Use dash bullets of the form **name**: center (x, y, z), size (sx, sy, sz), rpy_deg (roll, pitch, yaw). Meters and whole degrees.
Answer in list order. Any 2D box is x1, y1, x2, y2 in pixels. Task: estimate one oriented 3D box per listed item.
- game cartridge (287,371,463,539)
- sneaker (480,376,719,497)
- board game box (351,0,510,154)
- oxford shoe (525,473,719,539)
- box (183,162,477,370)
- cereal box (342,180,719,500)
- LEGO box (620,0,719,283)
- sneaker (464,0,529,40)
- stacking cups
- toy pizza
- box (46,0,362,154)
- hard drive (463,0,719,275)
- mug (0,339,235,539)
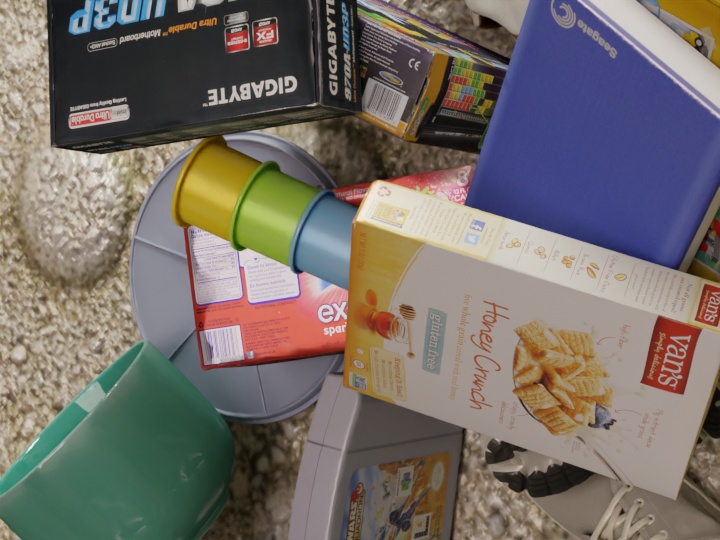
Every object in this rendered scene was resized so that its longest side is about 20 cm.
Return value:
- **game cartridge**: center (0.008, 0.161, 1.070), size (0.041, 0.133, 0.202), rpy_deg (11, 99, 33)
- **sneaker**: center (0.158, 0.058, 1.000), size (0.199, 0.085, 0.077), rpy_deg (-21, 121, 18)
- **board game box**: center (0.003, -0.134, 1.040), size (0.199, 0.165, 0.057), rpy_deg (29, 105, 30)
- **oxford shoe**: center (0.168, 0.151, 1.005), size (0.199, 0.058, 0.076), rpy_deg (34, 114, 32)
- **box**: center (0.000, 0.000, 1.066), size (0.198, 0.095, 0.101), rpy_deg (-10, 86, 20)
- **cereal box**: center (0.090, 0.039, 0.908), size (0.198, 0.040, 0.145), rpy_deg (18, 140, 13)
- **LEGO box**: center (0.186, -0.072, 0.876), size (0.149, 0.077, 0.201), rpy_deg (39, 144, 29)
- **sneaker**: center (0.071, -0.200, 1.049), size (0.201, 0.072, 0.085), rpy_deg (57, 142, 30)
- **stacking cups**: center (-0.013, -0.011, 0.992), size (0.199, 0.060, 0.061), rpy_deg (27, 107, 16)
- **toy pizza**: center (-0.076, 0.005, 1.182), size (0.199, 0.032, 0.202), rpy_deg (2, 95, 31)
- **box**: center (-0.094, -0.158, 0.978), size (0.199, 0.046, 0.161), rpy_deg (-5, 85, 33)
- **hard drive**: center (0.121, -0.049, 0.887), size (0.132, 0.025, 0.201), rpy_deg (44, 146, 22)
- **mug**: center (-0.152, 0.132, 1.162), size (0.114, 0.185, 0.152), rpy_deg (46, 128, -9)
